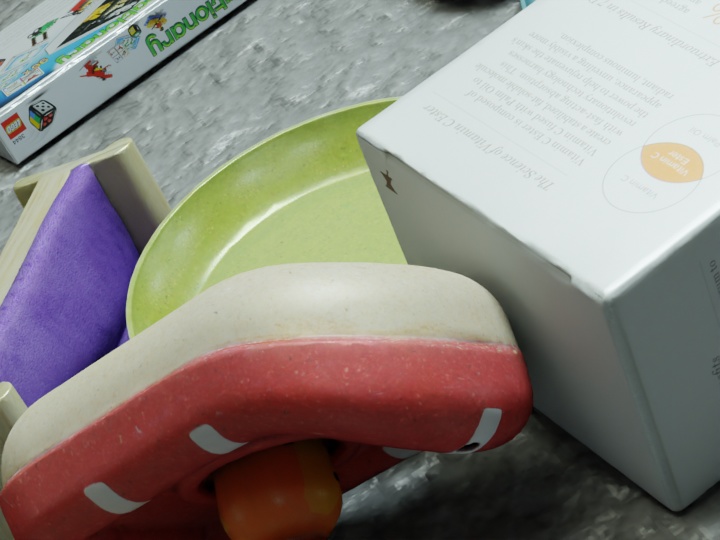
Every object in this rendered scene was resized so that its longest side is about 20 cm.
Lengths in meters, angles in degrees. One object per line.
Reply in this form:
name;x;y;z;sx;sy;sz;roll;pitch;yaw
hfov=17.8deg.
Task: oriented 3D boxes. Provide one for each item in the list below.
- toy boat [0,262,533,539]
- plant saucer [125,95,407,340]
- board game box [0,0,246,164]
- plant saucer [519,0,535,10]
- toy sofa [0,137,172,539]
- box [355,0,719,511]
toy boat;-0.026;0.081;0.796;0.200;0.130;0.131;-32;66;35
plant saucer;0.000;0.000;0.961;0.199;0.031;0.200;-14;37;11
board game box;-0.156;-0.143;1.373;0.200;0.035;0.126;-37;28;-16
plant saucer;0.114;-0.129;1.120;0.070;0.019;0.200;-23;29;11
toy sofa;-0.118;0.029;0.996;0.097;0.083;0.200;-17;29;23
box;0.128;-0.039;0.830;0.200;0.107;0.152;-36;40;-15
